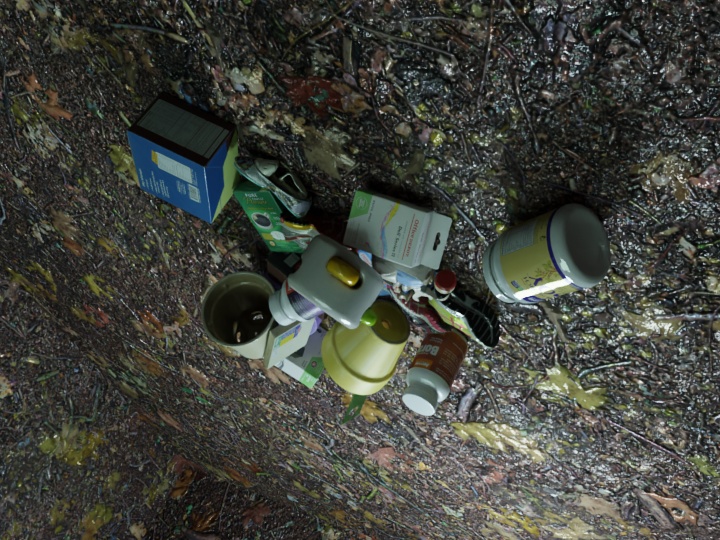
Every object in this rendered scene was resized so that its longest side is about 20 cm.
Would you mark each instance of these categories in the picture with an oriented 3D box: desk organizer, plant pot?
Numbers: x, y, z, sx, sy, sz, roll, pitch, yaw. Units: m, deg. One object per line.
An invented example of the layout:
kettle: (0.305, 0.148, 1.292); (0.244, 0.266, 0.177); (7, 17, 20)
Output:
desk organizer: (-0.143, 0.028, 1.807); (0.199, 0.072, 0.078); (38, 152, 17)
plant pot: (0.026, 0.178, 1.808); (0.199, 0.202, 0.190); (34, 134, -5)
plant pot: (-0.289, 0.136, 1.872); (0.197, 0.203, 0.184); (19, 157, 18)

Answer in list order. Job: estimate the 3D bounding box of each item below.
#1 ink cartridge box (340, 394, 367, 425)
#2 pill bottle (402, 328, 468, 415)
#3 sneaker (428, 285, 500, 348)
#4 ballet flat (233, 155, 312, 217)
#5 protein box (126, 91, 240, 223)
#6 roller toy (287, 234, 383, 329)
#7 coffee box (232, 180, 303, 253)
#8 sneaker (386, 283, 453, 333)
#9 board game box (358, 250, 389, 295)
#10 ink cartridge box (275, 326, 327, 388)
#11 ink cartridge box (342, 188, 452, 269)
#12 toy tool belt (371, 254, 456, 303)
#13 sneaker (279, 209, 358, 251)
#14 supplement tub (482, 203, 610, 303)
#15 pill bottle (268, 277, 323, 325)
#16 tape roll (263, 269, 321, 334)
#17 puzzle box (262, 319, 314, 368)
ink cartridge box: (-0.006, 0.317, 1.999); (0.048, 0.202, 0.146); (34, 148, -6)
pill bottle: (0.177, 0.239, 1.736); (0.110, 0.202, 0.113); (21, 147, 14)
sneaker: (0.233, 0.101, 1.634); (0.200, 0.078, 0.090); (43, 155, -7)
ballet flat: (-0.185, -0.203, 1.591); (0.199, 0.073, 0.072); (38, 148, -10)
protein box: (-0.391, -0.251, 1.622); (0.197, 0.136, 0.200); (25, 148, 10)
roller toy: (-0.049, 0.017, 1.496); (0.181, 0.141, 0.200); (31, 174, 39)
coffee box: (-0.207, -0.127, 1.718); (0.121, 0.044, 0.202); (4, 139, 36)
sneaker: (0.129, 0.089, 1.667); (0.199, 0.082, 0.074); (41, 141, -27)
board game box: (0.000, 0.000, 1.720); (0.198, 0.037, 0.152); (-6, 131, 46)
ink cartridge box: (-0.182, 0.214, 2.062); (0.198, 0.147, 0.084); (32, 148, -2)
ink cartridge box: (0.075, -0.081, 1.463); (0.196, 0.067, 0.120); (19, 102, 19)
toy tool belt: (0.115, 0.008, 1.560); (0.197, 0.126, 0.123); (25, 160, 14)
sneaker: (-0.090, -0.078, 1.639); (0.196, 0.078, 0.083); (20, 132, 19)
supplement tub: (0.331, -0.023, 1.302); (0.145, 0.147, 0.199); (42, 147, -17)
pill bottle: (-0.114, 0.050, 1.678); (0.198, 0.112, 0.112); (-28, 119, 24)
tape roll: (-0.184, 0.077, 1.938); (0.197, 0.086, 0.202); (23, 148, 15)
puzzle box: (-0.185, 0.175, 1.872); (0.026, 0.132, 0.201); (51, 151, 17)
